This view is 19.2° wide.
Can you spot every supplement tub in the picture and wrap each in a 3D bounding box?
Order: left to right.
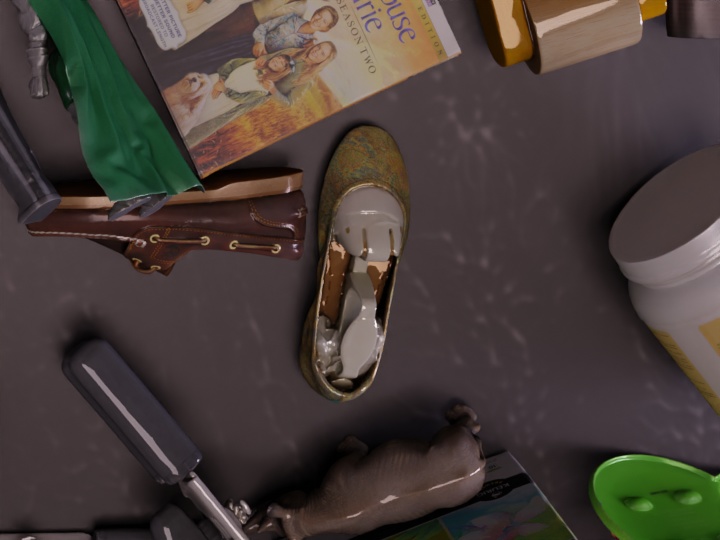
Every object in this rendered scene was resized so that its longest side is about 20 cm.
[{"bbox_3d":[0.286,0.022,1.543,0.145,0.145,0.200,-40,112,1],"label":"supplement tub"}]

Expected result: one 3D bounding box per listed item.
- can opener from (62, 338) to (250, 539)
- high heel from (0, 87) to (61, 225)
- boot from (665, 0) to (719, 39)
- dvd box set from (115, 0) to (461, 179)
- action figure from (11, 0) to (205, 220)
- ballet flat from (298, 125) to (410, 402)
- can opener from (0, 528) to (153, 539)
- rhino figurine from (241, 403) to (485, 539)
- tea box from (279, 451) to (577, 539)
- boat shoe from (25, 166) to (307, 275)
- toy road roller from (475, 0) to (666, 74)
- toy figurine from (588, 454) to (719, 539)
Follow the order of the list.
[{"bbox_3d":[-0.143,0.137,1.492,0.066,0.053,0.200,-38,99,-21],"label":"can opener"},{"bbox_3d":[-0.307,-0.055,1.437,0.200,0.071,0.143,-35,81,19],"label":"high heel"},{"bbox_3d":[0.306,-0.267,1.515,0.187,0.068,0.201,1,100,-6],"label":"boot"},{"bbox_3d":[-0.051,-0.170,1.441,0.199,0.029,0.147,-25,94,-5],"label":"dvd box set"},{"bbox_3d":[-0.184,-0.130,1.397,0.055,0.118,0.201,-31,80,20],"label":"action figure"},{"bbox_3d":[0.000,0.000,1.509,0.070,0.071,0.201,7,105,-16],"label":"ballet flat"},{"bbox_3d":[-0.181,0.218,1.549,0.199,0.053,0.067,-2,142,-12],"label":"can opener"},{"bbox_3d":[0.000,0.160,1.547,0.199,0.087,0.060,-19,108,-2],"label":"rhino figurine"},{"bbox_3d":[0.061,0.253,1.533,0.199,0.197,0.134,-21,111,-7],"label":"tea box"},{"bbox_3d":[-0.133,-0.030,1.464,0.199,0.070,0.071,-3,104,-13],"label":"boat shoe"},{"bbox_3d":[0.140,-0.229,1.427,0.122,0.146,0.201,-19,110,-7],"label":"toy road roller"},{"bbox_3d":[0.235,0.256,1.635,0.199,0.150,0.185,-4,124,-38],"label":"toy figurine"}]
